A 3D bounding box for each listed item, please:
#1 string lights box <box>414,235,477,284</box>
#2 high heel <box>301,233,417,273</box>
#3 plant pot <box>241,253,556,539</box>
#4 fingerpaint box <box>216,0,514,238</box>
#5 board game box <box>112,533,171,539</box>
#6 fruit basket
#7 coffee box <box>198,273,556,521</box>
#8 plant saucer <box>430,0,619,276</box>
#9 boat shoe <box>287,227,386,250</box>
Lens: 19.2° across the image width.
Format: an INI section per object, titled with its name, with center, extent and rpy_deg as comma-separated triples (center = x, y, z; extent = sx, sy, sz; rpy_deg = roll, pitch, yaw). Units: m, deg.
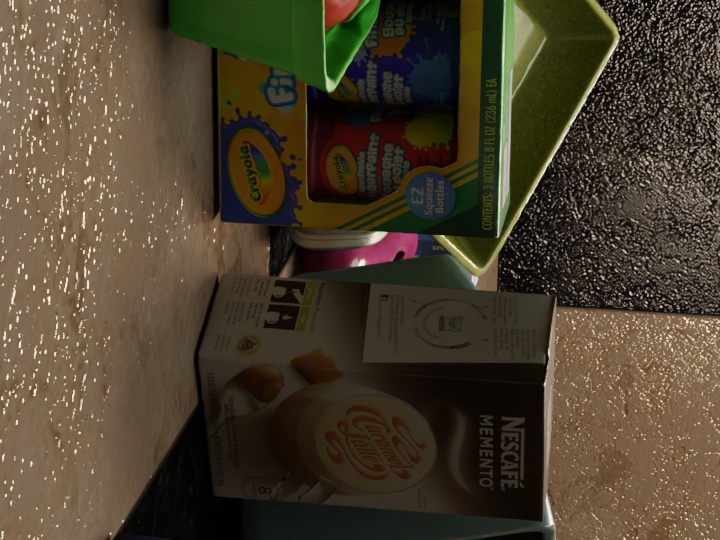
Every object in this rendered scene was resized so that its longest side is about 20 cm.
[string lights box]
center = 0.053, -0.084, 1.833
extent = 0.059, 0.103, 0.200
rpy_deg = -59, 152, -74
[high heel]
center = 0.000, 0.000, 1.614
extent = 0.200, 0.067, 0.096
rpy_deg = 24, 59, -66
[plant pot]
center = 0.020, 0.102, 1.416
extent = 0.196, 0.196, 0.200
rpy_deg = 67, 15, -73
[fingerpaint box]
center = 0.004, -0.126, 1.226
extent = 0.073, 0.166, 0.200
rpy_deg = -64, 157, -68
[board game box]
center = -0.116, 0.241, 1.000
extent = 0.136, 0.035, 0.200
rpy_deg = -57, 150, -75
[fruit basket]
center = 0.008, -0.206, 1.084
extent = 0.156, 0.215, 0.216
rpy_deg = -64, 157, -61
[coffee box]
center = 0.013, 0.074, 1.256
extent = 0.080, 0.199, 0.115
rpy_deg = -77, 168, -50
[plant saucer]
center = 0.064, -0.126, 1.386
extent = 0.200, 0.048, 0.200
rpy_deg = 40, 76, -48
[boat shoe]
center = -0.015, -0.075, 1.483
extent = 0.202, 0.074, 0.065
rpy_deg = -81, 165, -61
